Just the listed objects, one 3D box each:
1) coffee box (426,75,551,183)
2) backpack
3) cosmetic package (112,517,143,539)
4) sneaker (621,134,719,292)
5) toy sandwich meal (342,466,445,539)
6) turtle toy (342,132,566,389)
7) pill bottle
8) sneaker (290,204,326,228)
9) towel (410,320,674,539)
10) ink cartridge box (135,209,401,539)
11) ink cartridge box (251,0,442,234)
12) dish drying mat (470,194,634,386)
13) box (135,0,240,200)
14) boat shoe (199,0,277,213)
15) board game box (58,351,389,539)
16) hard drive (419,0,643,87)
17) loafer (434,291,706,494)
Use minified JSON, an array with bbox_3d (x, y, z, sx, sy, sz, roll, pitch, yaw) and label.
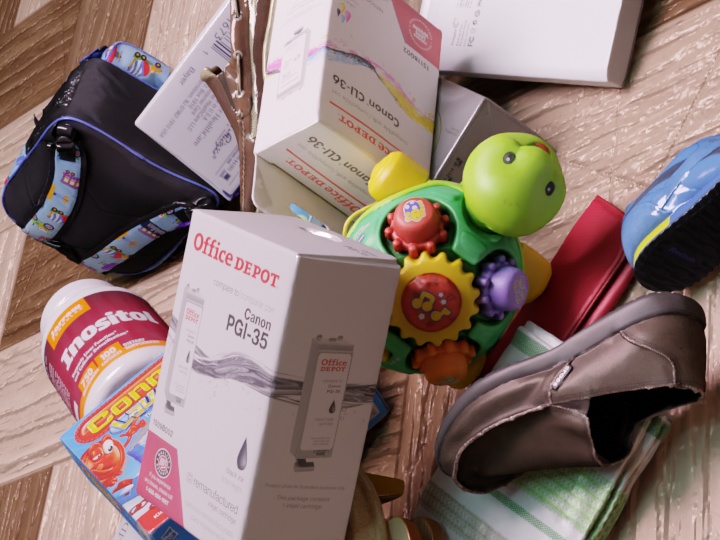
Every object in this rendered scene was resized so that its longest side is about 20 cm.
[{"bbox_3d":[0.042,-0.089,1.402,0.115,0.080,0.200,-57,33,2],"label":"coffee box"},{"bbox_3d":[-0.227,-0.091,1.696,0.200,0.182,0.135,-40,29,48],"label":"backpack"},{"bbox_3d":[-0.127,0.251,1.391,0.200,0.074,0.102,16,78,55],"label":"cosmetic package"},{"bbox_3d":[0.238,-0.070,1.136,0.200,0.066,0.079,-40,35,30],"label":"sneaker"},{"bbox_3d":[-0.025,0.213,1.223,0.205,0.070,0.206,-27,53,42],"label":"toy sandwich meal"},{"bbox_3d":[0.059,-0.009,1.217,0.200,0.146,0.101,-53,9,12],"label":"turtle toy"},{"bbox_3d":[-0.210,0.083,1.590,0.113,0.113,0.200,-58,33,5],"label":"pill bottle"},{"bbox_3d":[0.000,0.000,1.348,0.080,0.130,0.200,-58,33,2],"label":"sneaker"},{"bbox_3d":[0.105,0.147,1.181,0.149,0.031,0.200,35,98,51],"label":"towel"},{"bbox_3d":[-0.062,0.071,1.181,0.146,0.083,0.201,23,104,55],"label":"ink cartridge box"},{"bbox_3d":[-0.008,-0.112,1.305,0.067,0.116,0.201,-24,46,38],"label":"ink cartridge box"},{"bbox_3d":[0.125,0.045,1.248,0.200,0.018,0.077,-58,32,6],"label":"dish drying mat"},{"bbox_3d":[-0.076,-0.175,1.530,0.184,0.105,0.200,-51,3,15],"label":"box"},{"bbox_3d":[-0.084,-0.141,1.396,0.075,0.075,0.203,18,-102,-85],"label":"boat shoe"},{"bbox_3d":[-0.109,0.119,1.407,0.200,0.056,0.196,-40,31,-13],"label":"board game box"},{"bbox_3d":[0.127,-0.208,1.374,0.200,0.027,0.132,11,87,47],"label":"hard drive"},{"bbox_3d":[0.125,0.087,1.107,0.200,0.073,0.071,-37,48,31],"label":"loafer"}]
